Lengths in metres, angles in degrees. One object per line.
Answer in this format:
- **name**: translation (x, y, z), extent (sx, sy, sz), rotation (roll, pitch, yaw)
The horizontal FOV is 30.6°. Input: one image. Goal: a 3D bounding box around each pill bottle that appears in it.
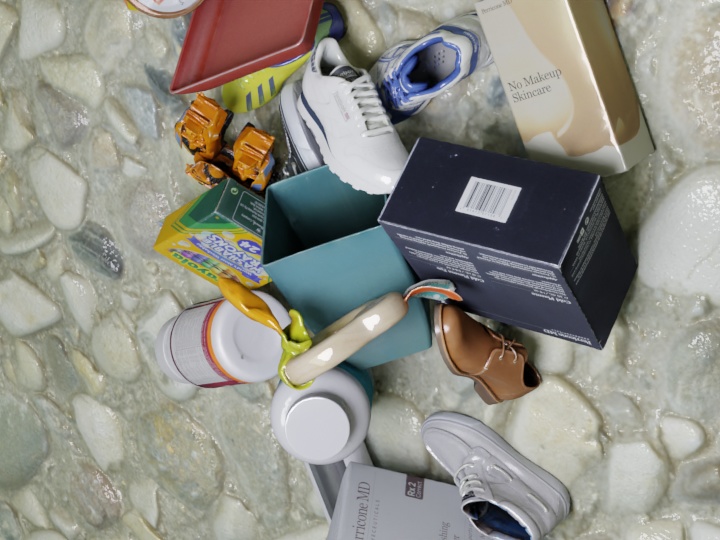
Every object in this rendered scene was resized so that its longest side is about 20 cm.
- **pill bottle**: translation (-0.173, 0.089, 1.621), extent (0.200, 0.109, 0.110), rotation (-14, 102, 57)
- **pill bottle**: translation (-0.042, 0.148, 1.466), extent (0.110, 0.200, 0.111), rotation (0, 99, 2)

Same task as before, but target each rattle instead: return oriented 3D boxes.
- **rattle**: translation (-0.017, 0.019, 1.312), extent (0.200, 0.130, 0.143), rotation (-35, 77, 24)

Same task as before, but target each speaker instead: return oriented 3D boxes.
- **speaker**: translation (-0.033, 0.221, 1.621), extent (0.081, 0.081, 0.201), rotation (-13, 101, 39)

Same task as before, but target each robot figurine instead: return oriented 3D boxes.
- **robot figurine**: translation (-0.156, -0.133, 1.501), extent (0.145, 0.058, 0.200), rotation (32, 165, 0)

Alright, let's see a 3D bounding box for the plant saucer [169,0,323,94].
- **plant saucer**: translation (-0.105, -0.285, 1.408), extent (0.199, 0.200, 0.037), rotation (-12, 144, 39)

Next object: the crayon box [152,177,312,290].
- **crayon box**: translation (-0.157, -0.031, 1.549), extent (0.126, 0.052, 0.200), rotation (31, 153, -23)

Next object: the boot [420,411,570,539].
- **boot**: translation (0.136, 0.238, 1.492), extent (0.200, 0.095, 0.074), rotation (29, 124, 23)

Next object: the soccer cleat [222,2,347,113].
- **soccer cleat**: translation (-0.101, -0.236, 1.461), extent (0.200, 0.084, 0.065), rotation (-31, 86, 40)

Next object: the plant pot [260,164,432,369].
- **plant pot**: translation (0.000, 0.000, 1.427), extent (0.141, 0.142, 0.200), rotation (-18, 128, 14)

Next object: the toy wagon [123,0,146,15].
- **toy wagon**: translation (-0.256, -0.393, 1.499), extent (0.155, 0.039, 0.201), rotation (20, 123, 55)

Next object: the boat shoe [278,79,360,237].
- **boat shoe**: translation (-0.055, -0.114, 1.491), extent (0.071, 0.072, 0.201), rotation (-15, 103, 35)

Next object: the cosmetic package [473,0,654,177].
- **cosmetic package**: translation (0.198, -0.187, 1.274), extent (0.105, 0.071, 0.201), rotation (-16, 100, 40)

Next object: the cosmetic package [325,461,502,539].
- **cosmetic package**: translation (0.057, 0.351, 1.511), extent (0.199, 0.165, 0.165), rotation (14, 122, -3)

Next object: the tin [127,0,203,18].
- **tin**: translation (-0.185, -0.364, 1.423), extent (0.112, 0.042, 0.200), rotation (38, 96, -14)

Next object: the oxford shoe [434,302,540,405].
- **oxford shoe**: translation (0.135, 0.082, 1.393), extent (0.071, 0.200, 0.072), rotation (-12, 61, 26)

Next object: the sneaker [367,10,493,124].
- **sneaker**: translation (0.052, -0.205, 1.363), extent (0.200, 0.088, 0.075), rotation (-31, 92, 42)

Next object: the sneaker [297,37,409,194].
- **sneaker**: translation (-0.005, -0.157, 1.359), extent (0.200, 0.076, 0.081), rotation (52, 139, 35)

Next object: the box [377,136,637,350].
- **box**: translation (0.149, -0.026, 1.302), extent (0.199, 0.104, 0.182), rotation (16, 159, 30)
